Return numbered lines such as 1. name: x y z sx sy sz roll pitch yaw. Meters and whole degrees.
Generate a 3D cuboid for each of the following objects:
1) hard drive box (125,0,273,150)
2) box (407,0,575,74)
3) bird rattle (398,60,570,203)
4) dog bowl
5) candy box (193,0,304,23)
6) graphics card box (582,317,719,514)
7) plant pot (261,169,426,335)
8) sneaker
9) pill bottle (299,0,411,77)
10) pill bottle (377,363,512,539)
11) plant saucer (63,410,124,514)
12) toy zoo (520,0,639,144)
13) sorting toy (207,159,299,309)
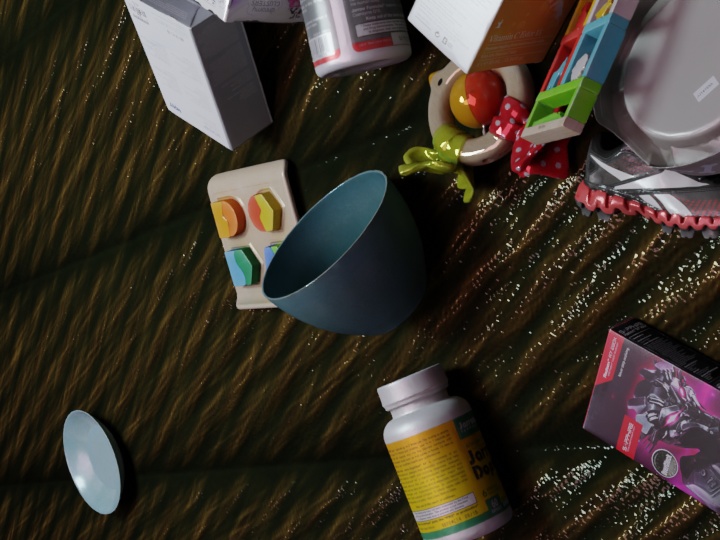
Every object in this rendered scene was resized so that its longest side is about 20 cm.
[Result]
1. hard drive box: -0.213 -0.280 1.469 0.156 0.077 0.200 34 152 36
2. box: 0.152 -0.304 1.079 0.098 0.124 0.200 48 134 26
3. bird rattle: 0.130 -0.162 1.176 0.200 0.113 0.163 -22 69 46
4. dog bowl: 0.297 -0.173 0.955 0.200 0.059 0.200 -25 57 44
5. candy box: -0.151 -0.371 1.358 0.200 0.168 0.072 38 122 33
6. graphics card box: 0.321 0.147 1.096 0.200 0.051 0.126 32 124 37
7. plant pot: 0.000 0.000 1.324 0.135 0.200 0.200 44 144 -21
8. sneaker: 0.289 -0.088 1.037 0.200 0.071 0.098 17 115 45
9. pill bottle: -0.016 -0.329 1.266 0.114 0.114 0.200 -7 97 49
10. pill bottle: 0.094 0.218 1.325 0.113 0.113 0.200 -29 80 49
11. plant saucer: -0.486 0.351 2.072 0.201 0.039 0.201 19 117 43
12. toy zoo: 0.212 -0.214 1.021 0.131 0.020 0.200 -167 100 -81
13. sorting toy: -0.145 -0.045 1.562 0.185 0.036 0.200 -5 98 49
